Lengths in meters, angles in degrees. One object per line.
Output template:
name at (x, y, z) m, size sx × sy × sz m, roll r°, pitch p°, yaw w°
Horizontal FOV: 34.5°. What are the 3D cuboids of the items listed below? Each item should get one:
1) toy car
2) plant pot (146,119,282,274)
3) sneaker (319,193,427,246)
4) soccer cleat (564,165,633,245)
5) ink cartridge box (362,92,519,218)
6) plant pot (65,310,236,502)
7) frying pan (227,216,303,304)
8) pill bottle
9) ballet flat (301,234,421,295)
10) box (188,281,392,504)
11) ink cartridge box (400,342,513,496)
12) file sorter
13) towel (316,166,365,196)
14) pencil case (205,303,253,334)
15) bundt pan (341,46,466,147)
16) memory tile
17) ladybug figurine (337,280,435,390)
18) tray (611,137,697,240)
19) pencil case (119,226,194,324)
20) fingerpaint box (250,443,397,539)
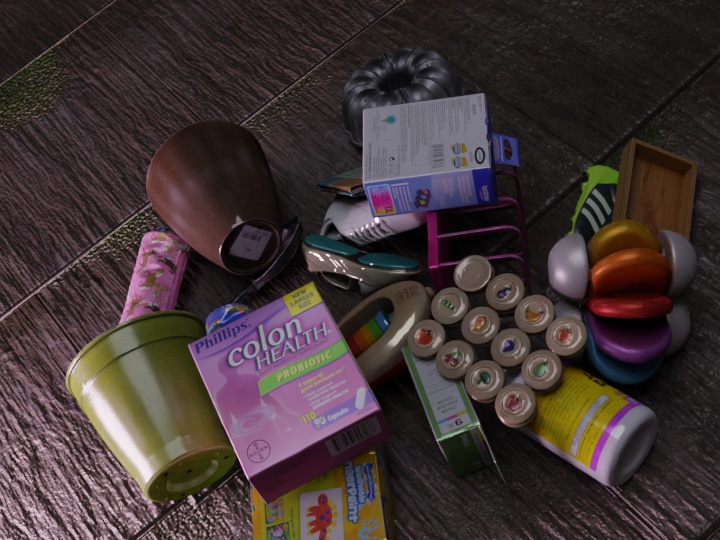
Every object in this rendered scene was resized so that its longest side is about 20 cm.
toy car at (0.319, 0.049, 1.389) m, size 0.174 × 0.201 × 0.150 m, roll -3°, pitch 29°, yaw -2°
plant pot at (-0.191, -0.088, 1.671) m, size 0.187 × 0.187 × 0.200 m, roll -32°, pitch 43°, yaw -5°
sneaker at (0.021, -0.070, 1.652) m, size 0.200 × 0.076 × 0.081 m, roll 0°, pitch 50°, yaw 53°
soccer cleat at (0.322, -0.059, 1.564) m, size 0.081 × 0.068 × 0.200 m, roll 14°, pitch 60°, yaw 13°
ink cartridge box at (0.106, -0.153, 1.521) m, size 0.199 × 0.076 × 0.137 m, roll -7°, pitch 53°, yaw 11°
plant pot at (-0.257, 0.190, 1.522) m, size 0.200 × 0.200 × 0.193 m, roll -30°, pitch 63°, yaw -3°
frying pan at (-0.137, 0.003, 1.673) m, size 0.190 × 0.031 × 0.115 m, roll -61°, pitch 17°, yaw -19°
pill bottle at (0.247, 0.167, 1.395) m, size 0.200 × 0.104 × 0.104 m, roll 31°, pitch 70°, yaw 34°
ballet flat at (0.000, 0.000, 1.634) m, size 0.200 × 0.070 × 0.070 m, roll 17°, pitch 62°, yaw 36°
box at (-0.086, 0.148, 1.418) m, size 0.175 × 0.097 × 0.200 m, roll -26°, pitch 59°, yaw -5°
ink cartridge box at (0.117, 0.186, 1.428) m, size 0.059 × 0.104 × 0.200 m, roll -24°, pitch 51°, yaw 2°
file sorter at (0.161, -0.050, 1.567) m, size 0.125 × 0.139 × 0.201 m, roll -7°, pitch 53°, yaw 11°
towel at (0.049, -0.146, 1.673) m, size 0.199 × 0.022 × 0.147 m, roll -21°, pitch 13°, yaw -18°
pencil case at (-0.152, 0.136, 1.578) m, size 0.087 × 0.078 × 0.200 m, roll -21°, pitch 50°, yaw -4°
bundt pan at (0.060, -0.274, 1.786) m, size 0.201 × 0.076 × 0.202 m, roll -12°, pitch 41°, yaw 11°
memory tile at (0.162, 0.080, 1.393) m, size 0.200 × 0.017 × 0.153 m, roll 35°, pitch 84°, yaw 34°
ladybug figurine at (0.026, 0.095, 1.526) m, size 0.200 × 0.072 × 0.136 m, roll -39°, pitch 32°, yaw 14°
tray at (0.387, -0.074, 1.539) m, size 0.098 × 0.037 × 0.201 m, roll 20°, pitch 59°, yaw -6°
pencil case at (-0.302, 0.036, 1.706) m, size 0.082 × 0.087 × 0.201 m, roll 15°, pitch 56°, yaw -8°
fingerpaint box at (-0.048, 0.278, 1.439) m, size 0.166 × 0.073 × 0.201 m, roll -15°, pitch 51°, yaw 8°
